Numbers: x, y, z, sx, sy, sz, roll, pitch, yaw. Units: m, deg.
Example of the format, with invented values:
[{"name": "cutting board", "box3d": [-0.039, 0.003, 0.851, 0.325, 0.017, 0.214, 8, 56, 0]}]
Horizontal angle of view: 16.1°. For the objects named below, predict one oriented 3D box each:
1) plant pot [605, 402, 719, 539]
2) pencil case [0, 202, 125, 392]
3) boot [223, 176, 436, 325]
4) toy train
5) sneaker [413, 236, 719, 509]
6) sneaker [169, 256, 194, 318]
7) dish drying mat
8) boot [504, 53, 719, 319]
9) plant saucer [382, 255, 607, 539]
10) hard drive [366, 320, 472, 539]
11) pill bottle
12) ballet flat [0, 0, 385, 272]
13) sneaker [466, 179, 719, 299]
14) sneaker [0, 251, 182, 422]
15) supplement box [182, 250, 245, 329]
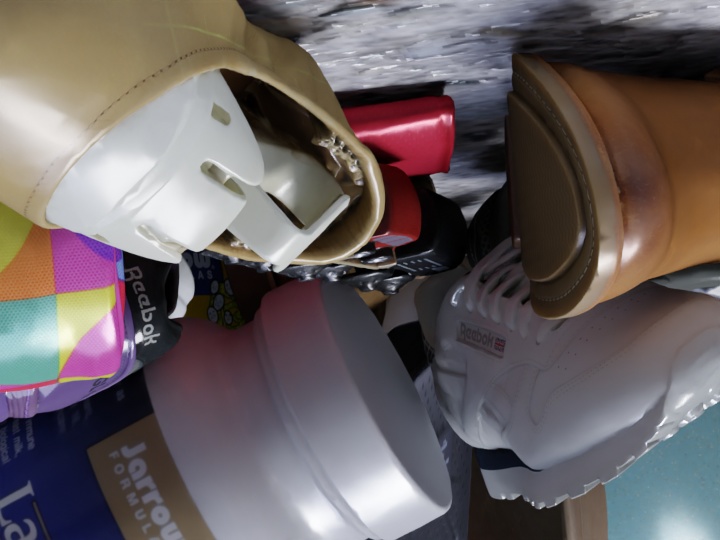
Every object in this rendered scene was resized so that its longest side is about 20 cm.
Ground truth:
[{"name": "plant pot", "box3d": [0.120, 0.053, 1.163, 0.200, 0.200, 0.135, -8, 138, 16]}, {"name": "pencil case", "box3d": [-0.157, -0.007, 0.675, 0.200, 0.088, 0.088, -7, 175, -10]}, {"name": "boot", "box3d": [0.000, 0.000, 0.981, 0.075, 0.074, 0.200, -15, 171, 5]}, {"name": "toy train", "box3d": [-0.004, -0.015, 0.787, 0.046, 0.034, 0.200, -11, 173, 16]}, {"name": "sneaker", "box3d": [0.065, 0.027, 0.835, 0.076, 0.081, 0.200, -28, -179, -19]}, {"name": "sneaker", "box3d": [-0.163, 0.033, 0.978, 0.200, 0.070, 0.080, -14, -148, 29]}, {"name": "dish drying mat", "box3d": [-0.071, -0.034, 0.802, 0.200, 0.018, 0.077, -5, 175, -1]}, {"name": "boot", "box3d": [0.122, -0.028, 0.747, 0.155, 0.077, 0.200, -5, 177, 2]}, {"name": "plant saucer", "box3d": [0.053, 0.088, 1.089, 0.029, 0.200, 0.200, -8, 175, -23]}, {"name": "hard drive", "box3d": [0.010, 0.125, 1.014, 0.042, 0.200, 0.135, 7, -164, 16]}, {"name": "pill bottle", "box3d": [-0.076, 0.086, 0.880, 0.200, 0.116, 0.116, -29, 170, 10]}, {"name": "ballet flat", "box3d": [-0.039, -0.031, 0.597, 0.069, 0.063, 0.200, -44, 167, 14]}, {"name": "sneaker", "box3d": [0.133, -0.010, 0.983, 0.199, 0.076, 0.114, -1, 175, -15]}, {"name": "sneaker", "box3d": [-0.105, 0.013, 0.853, 0.087, 0.076, 0.200, -13, -169, -12]}, {"name": "supplement box", "box3d": [-0.089, 0.088, 1.066, 0.109, 0.200, 0.109, -11, 174, 41]}]
